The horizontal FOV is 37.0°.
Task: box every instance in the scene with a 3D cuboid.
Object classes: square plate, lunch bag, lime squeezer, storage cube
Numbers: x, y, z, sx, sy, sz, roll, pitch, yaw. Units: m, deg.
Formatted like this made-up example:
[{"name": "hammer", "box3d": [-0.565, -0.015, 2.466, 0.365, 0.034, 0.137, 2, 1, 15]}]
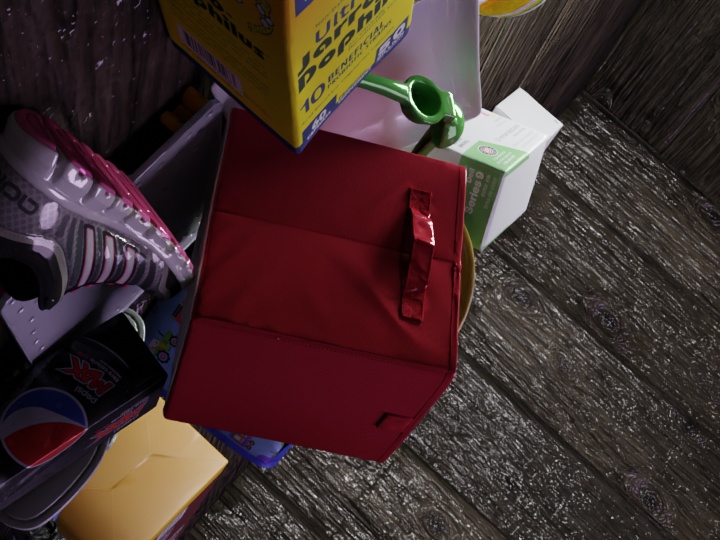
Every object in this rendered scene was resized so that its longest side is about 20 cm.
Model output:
[{"name": "square plate", "box3d": [-0.003, -0.135, 0.811, 0.195, 0.029, 0.200, -22, 159, -1]}, {"name": "lunch bag", "box3d": [-0.109, 0.088, 1.044, 0.151, 0.200, 0.094, -51, 172, 20]}, {"name": "lime squeezer", "box3d": [0.037, -0.119, 0.799, 0.200, 0.069, 0.038, 37, 60, -66]}, {"name": "storage cube", "box3d": [-0.036, 0.019, 0.786, 0.201, 0.177, 0.174, 121, -21, -57]}]

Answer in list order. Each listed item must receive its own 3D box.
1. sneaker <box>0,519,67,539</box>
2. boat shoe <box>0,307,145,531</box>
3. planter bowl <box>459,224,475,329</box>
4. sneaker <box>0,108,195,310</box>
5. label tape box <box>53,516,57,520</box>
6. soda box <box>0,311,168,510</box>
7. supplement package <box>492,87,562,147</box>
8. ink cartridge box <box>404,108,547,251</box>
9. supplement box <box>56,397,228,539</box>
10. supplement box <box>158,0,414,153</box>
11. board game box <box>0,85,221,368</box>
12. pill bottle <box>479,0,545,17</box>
[{"name": "sneaker", "box3d": [-0.259, 0.218, 0.860, 0.078, 0.203, 0.075, -8, -167, 32]}, {"name": "boat shoe", "box3d": [-0.226, 0.123, 0.860, 0.061, 0.075, 0.202, 111, 5, -55]}, {"name": "planter bowl", "box3d": [0.000, 0.000, 0.987, 0.201, 0.200, 0.083, -50, -164, 1]}, {"name": "sneaker", "box3d": [-0.167, -0.017, 0.624, 0.087, 0.074, 0.200, -42, 158, 0]}, {"name": "label tape box", "box3d": [-0.348, 0.245, 0.921, 0.145, 0.063, 0.200, -55, 170, 31]}, {"name": "soda box", "box3d": [-0.239, 0.115, 0.779, 0.199, 0.064, 0.071, -34, 168, -30]}, {"name": "supplement package", "box3d": [0.288, -0.238, 2.147, 0.121, 0.119, 0.201, -39, 167, -48]}, {"name": "ink cartridge box", "box3d": [0.065, -0.114, 1.054, 0.145, 0.197, 0.089, -36, 145, -57]}, {"name": "supplement box", "box3d": [-0.282, 0.275, 1.195, 0.197, 0.132, 0.201, -42, 169, -49]}, {"name": "supplement box", "box3d": [-0.039, -0.165, 0.561, 0.109, 0.109, 0.200, -48, 172, -11]}, {"name": "board game box", "box3d": [-0.177, -0.020, 0.780, 0.200, 0.026, 0.200, -47, 173, -20]}, {"name": "pill bottle", "box3d": [0.085, -0.256, 0.824, 0.112, 0.111, 0.199, -52, 166, 23]}]
